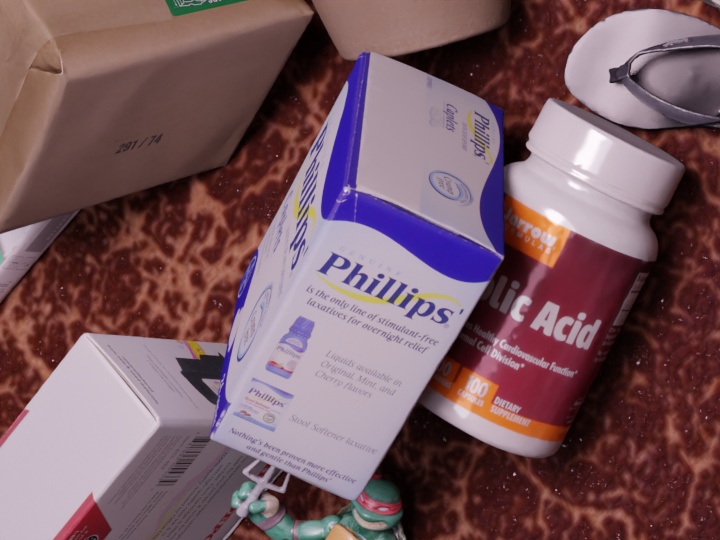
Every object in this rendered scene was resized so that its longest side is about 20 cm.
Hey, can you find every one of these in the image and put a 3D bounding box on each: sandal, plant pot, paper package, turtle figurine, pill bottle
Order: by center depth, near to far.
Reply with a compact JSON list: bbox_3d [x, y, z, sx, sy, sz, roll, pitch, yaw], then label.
[{"bbox_3d":[0.218,-0.117,1.282,0.199,0.043,0.077,15,95,26],"label":"sandal"},{"bbox_3d":[0.115,0.004,1.288,0.114,0.114,0.201,30,102,24],"label":"pill bottle"},{"bbox_3d":[0.025,-0.230,1.317,0.199,0.200,0.176,-9,101,26],"label":"plant pot"},{"bbox_3d":[-0.160,-0.132,1.354,0.104,0.199,0.191,58,143,17],"label":"paper package"},{"bbox_3d":[-0.015,0.204,1.355,0.150,0.100,0.201,36,120,38],"label":"turtle figurine"}]

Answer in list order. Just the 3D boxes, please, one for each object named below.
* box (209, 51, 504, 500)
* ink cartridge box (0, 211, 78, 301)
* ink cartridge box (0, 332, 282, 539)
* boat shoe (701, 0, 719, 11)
[{"bbox_3d":[0.000,0.000,1.271,0.104,0.184,0.201,24,120,-11],"label":"box"},{"bbox_3d":[-0.311,-0.072,1.542,0.161,0.050,0.200,-47,72,17],"label":"ink cartridge box"},{"bbox_3d":[-0.142,0.124,1.365,0.083,0.200,0.146,46,107,23],"label":"ink cartridge box"},{"bbox_3d":[0.204,-0.203,1.276,0.200,0.074,0.061,35,95,29],"label":"boat shoe"}]
